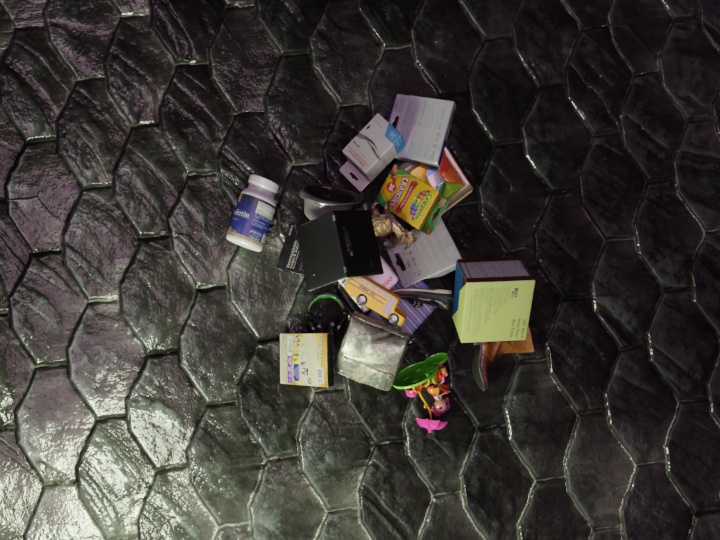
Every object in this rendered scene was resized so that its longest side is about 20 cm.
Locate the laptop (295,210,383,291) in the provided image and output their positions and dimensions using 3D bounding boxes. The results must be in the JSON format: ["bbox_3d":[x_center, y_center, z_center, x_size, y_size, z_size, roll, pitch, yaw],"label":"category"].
[{"bbox_3d":[-0.060,-0.058,1.608,0.194,0.115,0.194,-5,75,-31],"label":"laptop"}]

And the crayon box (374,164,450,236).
[{"bbox_3d":[0.154,-0.210,1.706,0.197,0.051,0.130,33,97,17],"label":"crayon box"}]

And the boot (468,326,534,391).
[{"bbox_3d":[0.432,0.254,1.732,0.193,0.069,0.195,-7,79,-11],"label":"boot"}]

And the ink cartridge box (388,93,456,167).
[{"bbox_3d":[0.176,-0.432,1.751,0.194,0.040,0.206,15,84,22],"label":"ink cartridge box"}]

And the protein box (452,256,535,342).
[{"bbox_3d":[0.379,0.084,1.652,0.192,0.136,0.205,-2,119,-3],"label":"protein box"}]

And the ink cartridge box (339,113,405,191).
[{"bbox_3d":[0.028,-0.355,1.719,0.200,0.067,0.116,-46,68,-2],"label":"ink cartridge box"}]

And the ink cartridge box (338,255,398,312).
[{"bbox_3d":[0.000,0.000,1.704,0.146,0.086,0.201,-40,90,-5],"label":"ink cartridge box"}]

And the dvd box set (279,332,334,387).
[{"bbox_3d":[-0.157,0.255,1.645,0.195,0.029,0.152,-6,84,39],"label":"dvd box set"}]

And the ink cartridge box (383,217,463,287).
[{"bbox_3d":[0.189,-0.050,1.712,0.195,0.057,0.166,-25,66,1],"label":"ink cartridge box"}]

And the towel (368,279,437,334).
[{"bbox_3d":[0.134,0.112,1.736,0.145,0.024,0.200,44,86,-3],"label":"towel"}]

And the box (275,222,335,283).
[{"bbox_3d":[-0.141,-0.054,1.662,0.194,0.036,0.148,11,76,26],"label":"box"}]

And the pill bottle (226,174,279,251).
[{"bbox_3d":[-0.314,-0.170,1.686,0.112,0.116,0.207,18,84,-1],"label":"pill bottle"}]

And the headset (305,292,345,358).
[{"bbox_3d":[-0.101,0.165,1.683,0.119,0.094,0.208,-3,76,-3],"label":"headset"}]

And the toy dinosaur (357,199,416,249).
[{"bbox_3d":[0.061,-0.128,1.695,0.085,0.195,0.139,-38,128,-40],"label":"toy dinosaur"}]

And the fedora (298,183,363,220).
[{"bbox_3d":[-0.093,-0.188,1.688,0.194,0.177,0.093,16,114,12],"label":"fedora"}]

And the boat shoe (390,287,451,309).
[{"bbox_3d":[0.178,0.085,1.693,0.192,0.073,0.065,3,90,-11],"label":"boat shoe"}]

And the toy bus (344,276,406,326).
[{"bbox_3d":[0.046,0.081,1.628,0.196,0.065,0.080,30,84,0],"label":"toy bus"}]

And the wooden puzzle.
[{"bbox_3d":[0.228,-0.280,1.760,0.183,0.037,0.203,-35,88,-4],"label":"wooden puzzle"}]

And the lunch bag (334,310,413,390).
[{"bbox_3d":[0.039,0.222,1.632,0.194,0.140,0.172,21,121,5],"label":"lunch bag"}]

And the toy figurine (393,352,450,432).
[{"bbox_3d":[0.210,0.375,1.687,0.197,0.149,0.189,-28,102,-29],"label":"toy figurine"}]
